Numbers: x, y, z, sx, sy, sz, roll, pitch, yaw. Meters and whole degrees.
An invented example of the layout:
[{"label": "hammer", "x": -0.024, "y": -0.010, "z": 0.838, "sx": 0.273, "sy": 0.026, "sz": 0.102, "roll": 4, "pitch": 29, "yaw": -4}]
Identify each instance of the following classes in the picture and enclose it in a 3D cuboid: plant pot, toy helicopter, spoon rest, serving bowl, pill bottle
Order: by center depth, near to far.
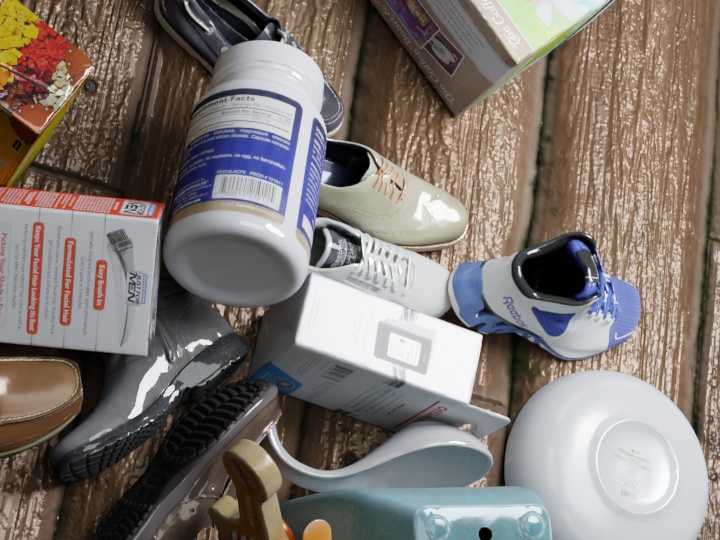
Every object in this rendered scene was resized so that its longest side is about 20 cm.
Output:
[{"label": "toy helicopter", "x": -0.067, "y": 0.203, "z": 1.356, "sx": 0.079, "sy": 0.201, "sz": 0.132, "roll": -37, "pitch": 54, "yaw": -26}, {"label": "plant pot", "x": 0.058, "y": 0.258, "z": 1.422, "sx": 0.195, "sy": 0.200, "sz": 0.197, "roll": 2, "pitch": 71, "yaw": -23}, {"label": "pill bottle", "x": -0.087, "y": -0.081, "z": 1.453, "sx": 0.115, "sy": 0.116, "sz": 0.201, "roll": 20, "pitch": 53, "yaw": -16}, {"label": "spoon rest", "x": 0.012, "y": 0.157, "z": 1.504, "sx": 0.199, "sy": 0.099, "sz": 0.061, "roll": 8, "pitch": 59, "yaw": -10}, {"label": "serving bowl", "x": 0.229, "y": 0.180, "z": 1.601, "sx": 0.199, "sy": 0.066, "sz": 0.201, "roll": 7, "pitch": 71, "yaw": -21}]

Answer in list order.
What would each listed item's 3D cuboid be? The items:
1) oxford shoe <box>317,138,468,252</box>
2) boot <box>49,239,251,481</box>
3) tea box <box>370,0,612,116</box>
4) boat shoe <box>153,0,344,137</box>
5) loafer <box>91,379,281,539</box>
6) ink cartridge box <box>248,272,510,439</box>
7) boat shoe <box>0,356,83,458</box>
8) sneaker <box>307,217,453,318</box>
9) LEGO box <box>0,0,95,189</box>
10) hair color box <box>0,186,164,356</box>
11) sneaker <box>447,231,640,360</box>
[{"label": "oxford shoe", "x": 0.012, "y": -0.067, "z": 1.583, "sx": 0.199, "sy": 0.074, "sz": 0.071, "roll": 14, "pitch": 67, "yaw": -19}, {"label": "boot", "x": -0.198, "y": 0.071, "z": 1.458, "sx": 0.200, "sy": 0.070, "sz": 0.132, "roll": -36, "pitch": 81, "yaw": -34}, {"label": "tea box", "x": 0.120, "y": -0.287, "z": 1.672, "sx": 0.197, "sy": 0.134, "sz": 0.200, "roll": -37, "pitch": 90, "yaw": -29}, {"label": "boat shoe", "x": -0.091, "y": -0.190, "z": 1.585, "sx": 0.200, "sy": 0.063, "sz": 0.073, "roll": 38, "pitch": 62, "yaw": -8}, {"label": "loafer", "x": -0.131, "y": 0.171, "z": 1.446, "sx": 0.200, "sy": 0.073, "sz": 0.071, "roll": -48, "pitch": 121, "yaw": -16}, {"label": "ink cartridge box", "x": 0.021, "y": 0.080, "z": 1.514, "sx": 0.199, "sy": 0.116, "sz": 0.067, "roll": 21, "pitch": 64, "yaw": -17}, {"label": "boat shoe", "x": -0.308, "y": 0.102, "z": 1.360, "sx": 0.199, "sy": 0.074, "sz": 0.076, "roll": -12, "pitch": 64, "yaw": -14}, {"label": "sneaker", "x": 0.000, "y": 0.000, "z": 1.553, "sx": 0.199, "sy": 0.080, "sz": 0.077, "roll": 12, "pitch": 66, "yaw": -23}, {"label": "LEGO box", "x": -0.307, "y": -0.142, "z": 1.396, "sx": 0.149, "sy": 0.200, "sz": 0.077, "roll": 39, "pitch": 62, "yaw": -8}, {"label": "hair color box", "x": -0.255, "y": -0.003, "z": 1.392, "sx": 0.199, "sy": 0.064, "sz": 0.111, "roll": 6, "pitch": 105, "yaw": -2}, {"label": "sneaker", "x": 0.187, "y": 0.022, "z": 1.594, "sx": 0.199, "sy": 0.115, "sz": 0.081, "roll": 10, "pitch": 68, "yaw": -36}]
